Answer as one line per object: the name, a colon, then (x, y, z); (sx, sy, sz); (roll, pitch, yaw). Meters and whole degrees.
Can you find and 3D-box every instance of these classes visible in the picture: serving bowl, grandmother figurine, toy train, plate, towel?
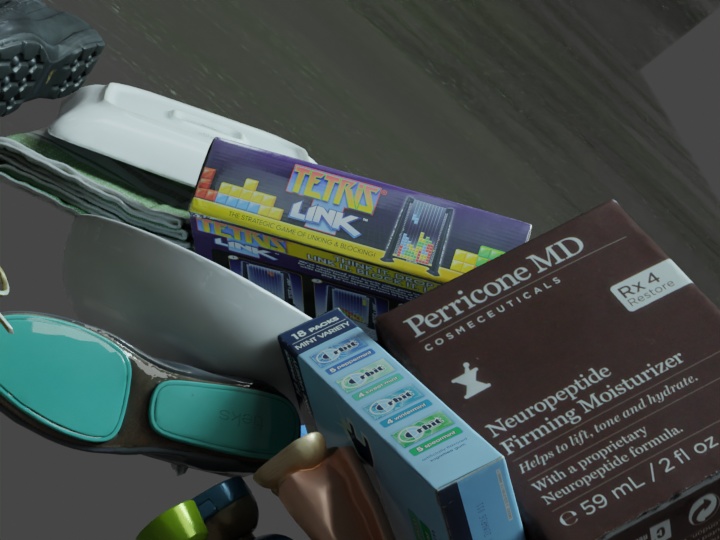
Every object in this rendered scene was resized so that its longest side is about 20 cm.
serving bowl: (-0.097, 0.043, 1.352); (0.200, 0.066, 0.200); (26, -10, 5)
grandmother figurine: (0.017, 0.178, 1.164); (0.200, 0.061, 0.121); (56, 11, 19)
toy train: (-0.078, 0.172, 1.186); (0.116, 0.085, 0.200); (54, 16, 11)
plate: (-0.107, -0.084, 1.521); (0.199, 0.032, 0.200); (20, 9, -7)
towel: (-0.155, -0.060, 1.458); (0.149, 0.031, 0.200); (27, 12, 4)

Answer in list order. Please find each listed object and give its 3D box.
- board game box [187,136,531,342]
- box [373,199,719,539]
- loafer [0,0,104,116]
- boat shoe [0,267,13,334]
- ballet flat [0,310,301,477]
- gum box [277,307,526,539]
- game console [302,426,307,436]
board game box: (0.000, 0.000, 1.387); (0.200, 0.057, 0.165); (16, -23, 6)
box: (0.132, 0.105, 1.251); (0.200, 0.166, 0.164); (51, -18, 40)
loafer: (-0.237, -0.145, 1.483); (0.070, 0.068, 0.201); (34, 17, 8)
boat shoe: (-0.234, -0.013, 1.191); (0.073, 0.063, 0.200); (27, 30, -56)
ballet flat: (-0.132, 0.075, 1.259); (0.200, 0.073, 0.073); (17, 29, -18)
gum box: (0.032, 0.135, 1.226); (0.200, 0.044, 0.170); (39, -30, 56)
game console: (0.003, 0.083, 1.544); (0.119, 0.173, 0.200); (30, -1, 32)
